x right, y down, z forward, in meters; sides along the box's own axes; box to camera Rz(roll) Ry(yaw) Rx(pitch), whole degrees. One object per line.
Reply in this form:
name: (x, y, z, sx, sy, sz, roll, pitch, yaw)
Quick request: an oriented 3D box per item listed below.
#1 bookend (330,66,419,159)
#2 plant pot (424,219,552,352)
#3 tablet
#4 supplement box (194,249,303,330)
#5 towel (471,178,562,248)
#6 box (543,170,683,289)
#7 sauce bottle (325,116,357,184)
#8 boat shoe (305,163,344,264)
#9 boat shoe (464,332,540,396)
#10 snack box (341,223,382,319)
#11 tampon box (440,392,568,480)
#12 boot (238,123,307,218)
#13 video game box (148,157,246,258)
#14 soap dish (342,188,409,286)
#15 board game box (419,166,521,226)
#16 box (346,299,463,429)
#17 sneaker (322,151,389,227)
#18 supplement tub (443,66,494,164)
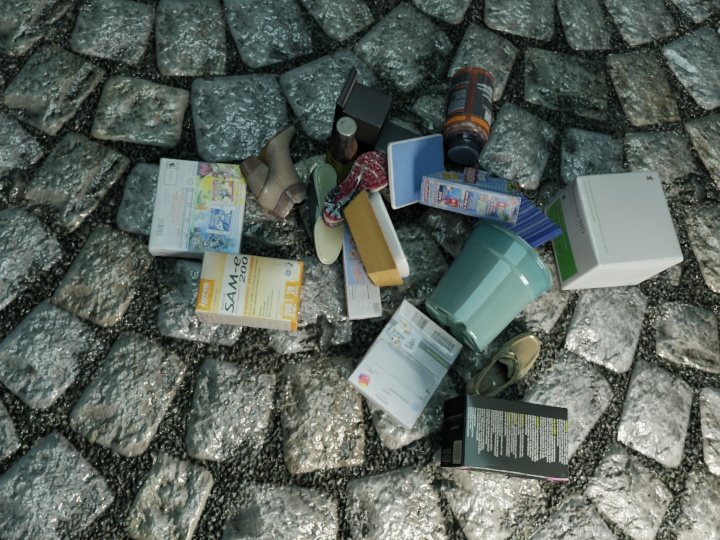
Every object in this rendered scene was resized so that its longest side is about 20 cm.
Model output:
bookend: (0.043, -0.293, 1.205, 0.195, 0.200, 0.094, 23, 71, 0)
plant pot: (0.243, 0.042, 1.143, 0.200, 0.200, 0.197, 41, 80, 6)
tablet: (0.121, -0.212, 1.207, 0.198, 0.013, 0.133, -22, 113, -46)
supplement box: (-0.215, 0.041, 1.128, 0.195, 0.074, 0.129, 6, 71, -6)
towel: (0.323, -0.119, 1.242, 0.142, 0.024, 0.201, -24, 54, -18)
box: (0.531, -0.082, 1.224, 0.195, 0.172, 0.204, -4, 73, -10)
sauce bottle: (-0.039, -0.245, 1.177, 0.064, 0.201, 0.068, 2, 70, -6)
boat shoe: (-0.083, -0.116, 1.199, 0.073, 0.066, 0.205, -10, 97, -34)
boat shoe: (0.298, 0.195, 1.159, 0.198, 0.065, 0.073, -35, 80, -17)
snack box: (0.000, 0.000, 1.198, 0.070, 0.024, 0.205, -2, 73, -10)
tampon box: (0.265, 0.315, 1.071, 0.195, 0.150, 0.129, 10, 71, -5)
boot: (-0.161, -0.208, 1.222, 0.146, 0.070, 0.201, 45, 58, -7)
video game box: (-0.329, -0.126, 1.178, 0.177, 0.047, 0.205, 3, 72, -5)
soap dish: (0.032, -0.053, 1.112, 0.080, 0.200, 0.160, -22, 79, 3)
board game box: (0.227, -0.170, 1.194, 0.195, 0.063, 0.201, 10, 27, 8)
box: (0.090, 0.186, 1.145, 0.155, 0.041, 0.201, 36, 70, 4)
sneaker: (-0.008, -0.167, 1.163, 0.081, 0.075, 0.199, 46, 68, 4)
supplement tub: (0.244, -0.349, 1.301, 0.104, 0.107, 0.205, 13, 71, -4)
